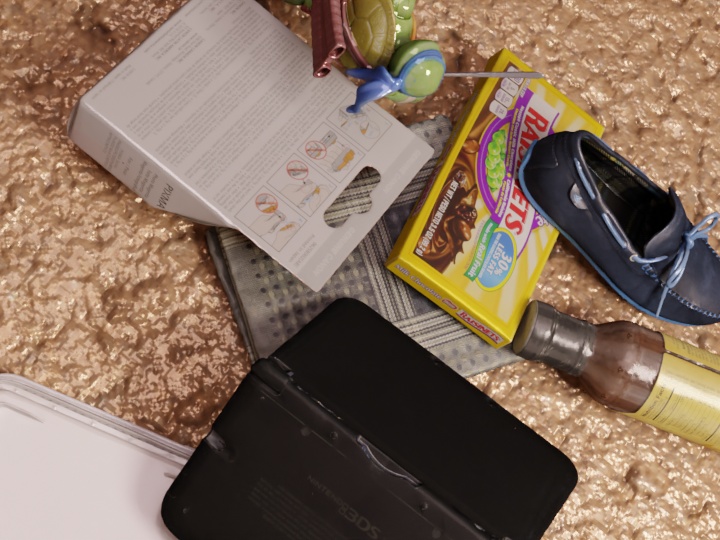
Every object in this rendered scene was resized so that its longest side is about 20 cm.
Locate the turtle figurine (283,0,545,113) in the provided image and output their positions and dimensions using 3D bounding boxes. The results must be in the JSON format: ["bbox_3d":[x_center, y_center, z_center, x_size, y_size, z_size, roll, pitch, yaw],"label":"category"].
[{"bbox_3d":[0.029,-0.196,0.927,0.200,0.144,0.194,-41,60,-7],"label":"turtle figurine"}]

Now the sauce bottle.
[{"bbox_3d":[0.202,0.073,0.933,0.198,0.065,0.065,23,69,-8],"label":"sauce bottle"}]

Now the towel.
[{"bbox_3d":[0.000,0.000,0.935,0.198,0.035,0.195,-14,79,-19],"label":"towel"}]

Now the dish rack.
[{"bbox_3d":[-0.181,0.166,0.828,0.198,0.044,0.173,23,69,-4],"label":"dish rack"}]

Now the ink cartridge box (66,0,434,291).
[{"bbox_3d":[-0.072,-0.088,0.915,0.200,0.057,0.163,41,55,-1],"label":"ink cartridge box"}]

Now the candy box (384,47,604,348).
[{"bbox_3d":[0.099,-0.055,0.951,0.102,0.026,0.201,36,60,-15],"label":"candy box"}]

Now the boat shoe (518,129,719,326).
[{"bbox_3d":[0.198,-0.024,0.944,0.199,0.068,0.085,30,62,-21],"label":"boat shoe"}]

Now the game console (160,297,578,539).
[{"bbox_3d":[0.009,0.139,0.839,0.199,0.116,0.177,36,93,12],"label":"game console"}]
